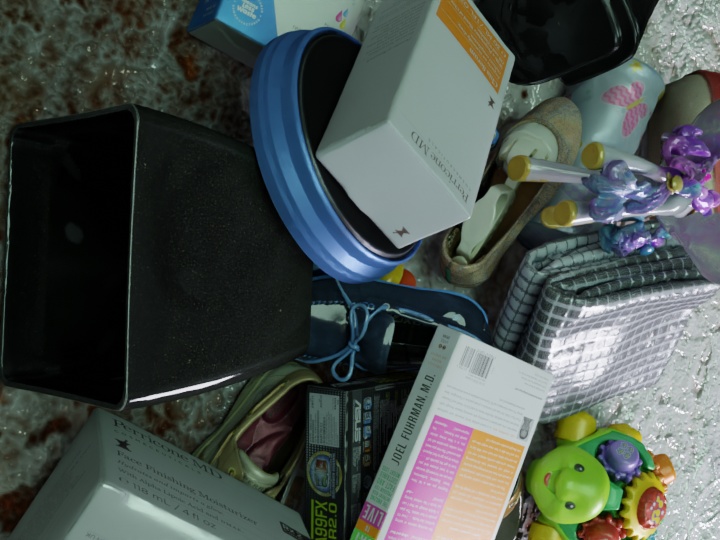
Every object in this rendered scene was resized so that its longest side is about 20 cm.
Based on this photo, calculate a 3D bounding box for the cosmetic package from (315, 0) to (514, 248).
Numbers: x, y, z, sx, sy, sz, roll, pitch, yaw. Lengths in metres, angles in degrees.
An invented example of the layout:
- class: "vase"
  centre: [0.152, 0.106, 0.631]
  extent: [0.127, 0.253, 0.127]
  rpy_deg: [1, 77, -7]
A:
- class: "cosmetic package"
  centre: [0.046, -0.126, 0.906]
  extent: [0.101, 0.071, 0.200]
  rpy_deg: [47, 41, -27]

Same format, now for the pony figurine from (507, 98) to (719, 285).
- class: "pony figurine"
  centre: [0.252, -0.067, 0.998]
  extent: [0.200, 0.193, 0.167]
  rpy_deg: [3, 87, -27]

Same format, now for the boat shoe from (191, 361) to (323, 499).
- class: "boat shoe"
  centre: [-0.095, 0.162, 0.991]
  extent: [0.074, 0.066, 0.200]
  rpy_deg: [34, 76, -23]

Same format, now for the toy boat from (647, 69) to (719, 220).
- class: "toy boat"
  centre: [0.355, -0.092, 1.174]
  extent: [0.130, 0.131, 0.200]
  rpy_deg: [-1, 92, -3]

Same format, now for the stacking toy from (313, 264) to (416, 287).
- class: "stacking toy"
  centre: [0.000, 0.000, 1.037]
  extent: [0.200, 0.085, 0.085]
  rpy_deg: [46, 71, -26]

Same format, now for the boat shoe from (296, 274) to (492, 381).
- class: "boat shoe"
  centre: [0.015, 0.045, 0.988]
  extent: [0.200, 0.069, 0.084]
  rpy_deg: [-3, 124, -12]

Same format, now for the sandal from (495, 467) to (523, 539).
- class: "sandal"
  centre: [0.119, 0.180, 1.075]
  extent: [0.082, 0.055, 0.200]
  rpy_deg: [4, 119, -10]

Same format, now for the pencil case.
- class: "pencil case"
  centre: [0.218, -0.106, 1.141]
  extent: [0.091, 0.083, 0.200]
  rpy_deg: [30, 77, -29]

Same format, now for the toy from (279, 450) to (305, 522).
- class: "toy"
  centre: [-0.031, 0.245, 1.024]
  extent: [0.115, 0.047, 0.200]
  rpy_deg: [32, 72, -39]

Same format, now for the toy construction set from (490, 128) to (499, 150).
- class: "toy construction set"
  centre: [0.061, -0.146, 1.062]
  extent: [0.131, 0.092, 0.200]
  rpy_deg: [4, 100, -27]

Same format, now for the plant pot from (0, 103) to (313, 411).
- class: "plant pot"
  centre: [-0.144, -0.009, 0.905]
  extent: [0.177, 0.199, 0.200]
  rpy_deg: [2, 90, -40]

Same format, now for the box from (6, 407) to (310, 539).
- class: "box"
  centre: [-0.162, 0.246, 0.892]
  extent: [0.199, 0.131, 0.200]
  rpy_deg: [32, 96, -22]

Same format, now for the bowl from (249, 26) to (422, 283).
- class: "bowl"
  centre: [-0.009, -0.090, 0.924]
  extent: [0.201, 0.039, 0.201]
  rpy_deg: [36, 46, -48]

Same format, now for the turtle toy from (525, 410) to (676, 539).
- class: "turtle toy"
  centre: [0.220, 0.207, 1.119]
  extent: [0.200, 0.101, 0.146]
  rpy_deg: [21, 81, -40]

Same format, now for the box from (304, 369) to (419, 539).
- class: "box"
  centre: [0.020, 0.189, 1.012]
  extent: [0.160, 0.044, 0.200]
  rpy_deg: [-3, 95, -53]

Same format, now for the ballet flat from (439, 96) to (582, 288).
- class: "ballet flat"
  centre: [0.134, -0.074, 1.073]
  extent: [0.068, 0.067, 0.200]
  rpy_deg: [28, 86, 21]

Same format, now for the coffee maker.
- class: "coffee maker"
  centre: [0.204, -0.264, 1.036]
  extent: [0.135, 0.192, 0.200]
  rpy_deg: [39, 40, -5]

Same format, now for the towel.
- class: "towel"
  centre: [0.220, 0.050, 1.103]
  extent: [0.200, 0.086, 0.166]
  rpy_deg: [-11, 134, -26]

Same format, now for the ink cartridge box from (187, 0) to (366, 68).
- class: "ink cartridge box"
  centre: [-0.048, -0.265, 1.011]
  extent: [0.116, 0.067, 0.200]
  rpy_deg: [26, 79, -25]

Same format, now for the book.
- class: "book"
  centre: [0.072, 0.156, 0.965]
  extent: [0.134, 0.048, 0.200]
  rpy_deg: [26, 86, -46]
